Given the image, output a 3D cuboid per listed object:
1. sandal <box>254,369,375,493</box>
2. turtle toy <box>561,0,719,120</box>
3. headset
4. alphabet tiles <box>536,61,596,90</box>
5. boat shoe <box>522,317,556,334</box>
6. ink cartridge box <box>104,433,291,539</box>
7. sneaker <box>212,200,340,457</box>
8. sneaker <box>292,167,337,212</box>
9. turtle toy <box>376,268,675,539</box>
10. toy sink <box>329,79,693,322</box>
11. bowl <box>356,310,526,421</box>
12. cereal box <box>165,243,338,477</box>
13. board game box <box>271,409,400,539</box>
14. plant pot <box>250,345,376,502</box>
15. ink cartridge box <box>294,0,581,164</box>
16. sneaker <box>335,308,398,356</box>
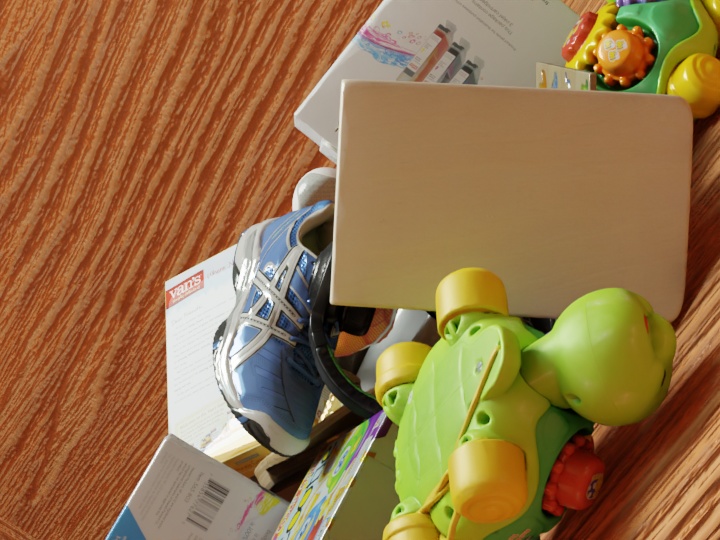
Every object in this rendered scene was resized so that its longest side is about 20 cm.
[{"bbox_3d":[-0.042,0.096,1.242,0.078,0.070,0.212,-24,-13,-28],"label":"sandal"},{"bbox_3d":[0.197,-0.154,1.227,0.146,0.101,0.200,-52,9,52],"label":"turtle toy"},{"bbox_3d":[0.023,-0.003,1.116,0.094,0.123,0.201,100,160,-69],"label":"headset"},{"bbox_3d":[0.137,-0.052,1.173,0.200,0.006,0.167,-133,40,-77],"label":"alphabet tiles"},{"bbox_3d":[0.106,-0.007,1.161,0.200,0.060,0.074,-101,13,-48],"label":"boat shoe"},{"bbox_3d":[-0.079,0.214,1.243,0.115,0.200,0.068,-59,1,-5],"label":"ink cartridge box"},{"bbox_3d":[-0.046,0.032,1.176,0.077,0.076,0.200,-30,43,31],"label":"sneaker"},{"bbox_3d":[-0.011,-0.036,1.376,0.070,0.080,0.200,-38,-29,5],"label":"sneaker"},{"bbox_3d":[0.084,0.078,0.924,0.200,0.101,0.146,128,149,-45],"label":"turtle toy"},{"bbox_3d":[0.088,-0.039,1.035,0.112,0.199,0.131,-1,-87,-84],"label":"toy sink"},{"bbox_3d":[0.075,0.047,1.308,0.201,0.090,0.201,-58,5,9],"label":"bowl"},{"bbox_3d":[-0.090,0.067,1.405,0.144,0.040,0.200,-26,49,26],"label":"cereal box"},{"bbox_3d":[0.016,0.167,1.119,0.103,0.105,0.200,-62,6,-20],"label":"board game box"},{"bbox_3d":[-0.024,0.115,1.463,0.173,0.200,0.200,-28,27,48],"label":"plant pot"},{"bbox_3d":[0.061,-0.148,1.379,0.200,0.145,0.145,-50,2,1],"label":"ink cartridge box"},{"bbox_3d":[0.000,0.000,1.279,0.077,0.073,0.200,-9,-28,-30],"label":"sneaker"}]
